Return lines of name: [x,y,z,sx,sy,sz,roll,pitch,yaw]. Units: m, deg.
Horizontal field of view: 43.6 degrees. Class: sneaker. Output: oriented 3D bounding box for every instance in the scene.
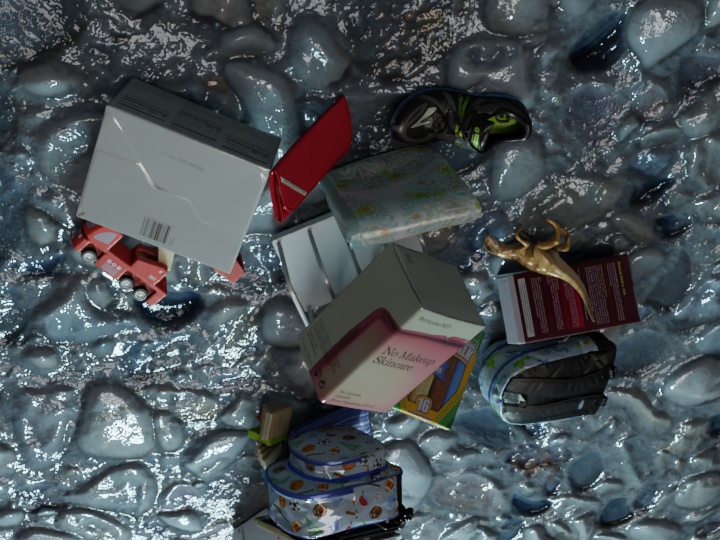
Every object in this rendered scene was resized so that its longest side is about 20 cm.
sneaker: [0.137,-0.198,1.197,0.199,0.083,0.071,-3,123,-13]

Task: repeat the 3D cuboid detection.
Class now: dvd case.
dvd case: [-0.055,0.407,1.428,0.149,0.200,0.016,-1,90,-35]

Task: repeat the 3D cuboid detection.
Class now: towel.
towel: [0.044,-0.099,1.169,0.171,0.200,0.048,-16,121,-6]
towel: [-0.041,0.311,1.508,0.145,0.024,0.200,-22,128,-19]

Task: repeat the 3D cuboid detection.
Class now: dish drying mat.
dish drying mat: [-0.058,-0.143,1.130,0.018,0.200,0.077,10,129,24]

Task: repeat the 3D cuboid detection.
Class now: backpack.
backpack: [0.293,0.175,1.466,0.200,0.154,0.163,-19,131,-29]
backpack: [-0.048,0.330,1.384,0.190,0.200,0.154,-17,101,-30]

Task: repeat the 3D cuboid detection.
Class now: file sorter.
file sorter: [0.000,0.000,1.261,0.200,0.125,0.139,-22,127,0]

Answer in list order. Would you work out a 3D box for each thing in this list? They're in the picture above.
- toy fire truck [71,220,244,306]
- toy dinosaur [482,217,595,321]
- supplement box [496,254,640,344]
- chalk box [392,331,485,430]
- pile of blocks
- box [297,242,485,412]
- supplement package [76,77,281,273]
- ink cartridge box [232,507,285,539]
toy fire truck: [-0.272,-0.027,1.226,0.141,0.049,0.200,-39,123,12]
toy dinosaur: [0.282,-0.016,1.349,0.200,0.060,0.106,28,91,12]
supplement box: [0.321,0.045,1.393,0.200,0.061,0.109,-9,87,-8]
chalk box: [0.091,0.117,1.350,0.124,0.125,0.200,26,82,-26]
pile of blocks: [-0.151,0.292,1.458,0.082,0.062,0.200,-40,137,-44]
box: [0.036,0.079,1.154,0.128,0.109,0.200,17,129,-42]
supplement package: [-0.221,-0.116,1.112,0.200,0.111,0.156,21,118,-8]
ink cartridge box: [-0.124,0.533,1.583,0.084,0.145,0.200,-38,124,11]
